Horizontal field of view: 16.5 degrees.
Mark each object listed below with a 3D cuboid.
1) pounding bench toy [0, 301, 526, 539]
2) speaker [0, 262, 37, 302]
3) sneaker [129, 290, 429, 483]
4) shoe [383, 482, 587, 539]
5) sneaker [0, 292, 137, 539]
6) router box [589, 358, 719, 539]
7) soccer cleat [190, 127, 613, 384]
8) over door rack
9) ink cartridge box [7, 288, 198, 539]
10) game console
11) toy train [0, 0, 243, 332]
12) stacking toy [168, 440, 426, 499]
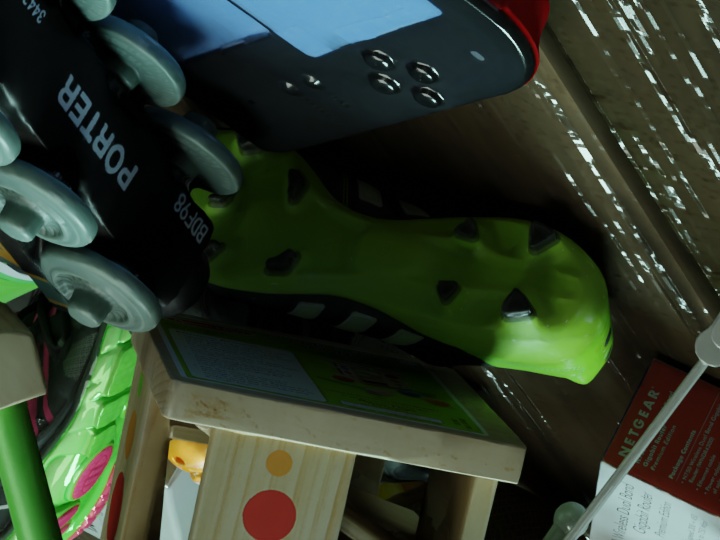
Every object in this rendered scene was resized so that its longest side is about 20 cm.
[{"bbox_3d":[-0.065,0.104,0.880,0.199,0.157,0.124,12,-172,-13],"label":"pounding bench toy"},{"bbox_3d":[-0.174,-0.019,1.039,0.088,0.089,0.200,39,149,-21],"label":"speaker"},{"bbox_3d":[-0.013,0.035,1.000,0.090,0.067,0.200,2,155,39],"label":"sneaker"},{"bbox_3d":[0.022,0.131,1.060,0.199,0.070,0.053,2,142,-43],"label":"shoe"},{"bbox_3d":[-0.125,0.039,1.049,0.084,0.077,0.200,41,122,13],"label":"sneaker"},{"bbox_3d":[0.180,0.130,0.985,0.179,0.049,0.200,25,157,14],"label":"router box"},{"bbox_3d":[0.000,0.000,0.915,0.199,0.068,0.081,17,159,25],"label":"soccer cleat"},{"bbox_3d":[0.138,0.120,0.876,0.147,0.200,0.067,37,-157,4],"label":"over door rack"},{"bbox_3d":[-0.151,0.055,1.195,0.199,0.085,0.146,26,158,13],"label":"ink cartridge box"},{"bbox_3d":[-0.055,-0.104,0.762,0.200,0.031,0.176,35,152,-26],"label":"game console"},{"bbox_3d":[-0.118,-0.054,0.812,0.113,0.086,0.200,18,158,31],"label":"toy train"},{"bbox_3d":[-0.024,0.115,1.118,0.116,0.110,0.200,1,148,46],"label":"stacking toy"}]
